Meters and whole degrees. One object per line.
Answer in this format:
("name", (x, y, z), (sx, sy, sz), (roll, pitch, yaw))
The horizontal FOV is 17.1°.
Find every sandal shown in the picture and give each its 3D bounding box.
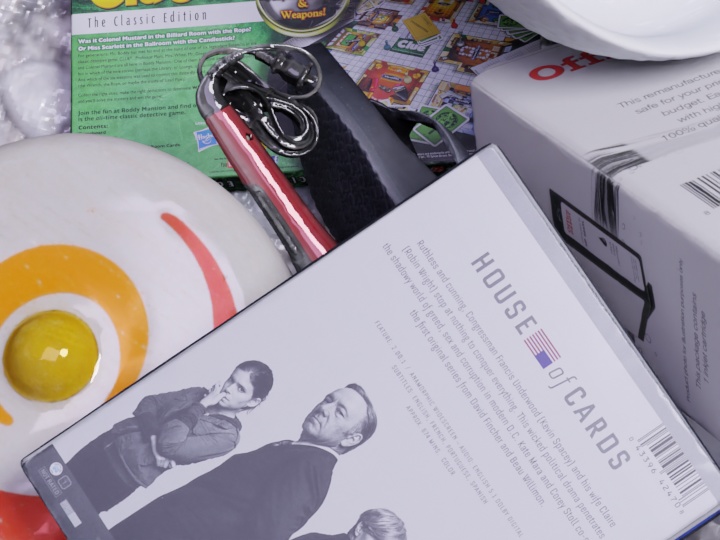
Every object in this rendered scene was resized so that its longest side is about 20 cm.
("sandal", (0.031, -0.015, 0.920), (0.043, 0.076, 0.200), (-25, 55, -21))

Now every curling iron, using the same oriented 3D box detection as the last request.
("curling iron", (0.000, 0.000, 0.893), (0.050, 0.026, 0.200), (-29, 88, -16))

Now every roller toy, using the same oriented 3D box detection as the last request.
("roller toy", (-0.105, 0.044, 0.918), (0.182, 0.140, 0.200), (-7, 73, 5))

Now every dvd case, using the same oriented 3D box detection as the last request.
("dvd case", (0.005, 0.073, 0.824), (0.200, 0.025, 0.150), (-34, 82, -1))

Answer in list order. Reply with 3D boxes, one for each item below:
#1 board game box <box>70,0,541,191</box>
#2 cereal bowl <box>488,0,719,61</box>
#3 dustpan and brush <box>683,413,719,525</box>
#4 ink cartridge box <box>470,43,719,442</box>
("board game box", (-0.023, -0.087, 1.006), (0.200, 0.023, 0.105), (-3, 76, 6))
("cereal bowl", (0.090, -0.175, 0.879), (0.200, 0.083, 0.201), (0, 90, -32))
("dustpan and brush", (0.116, 0.065, 0.884), (0.139, 0.200, 0.057), (-35, 107, -4))
("ink cartridge box", (0.151, -0.023, 0.865), (0.146, 0.084, 0.200), (-19, 32, -19))
